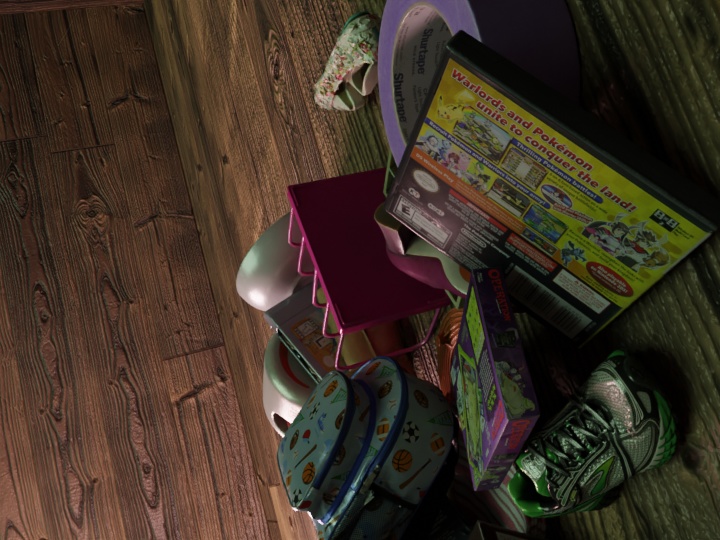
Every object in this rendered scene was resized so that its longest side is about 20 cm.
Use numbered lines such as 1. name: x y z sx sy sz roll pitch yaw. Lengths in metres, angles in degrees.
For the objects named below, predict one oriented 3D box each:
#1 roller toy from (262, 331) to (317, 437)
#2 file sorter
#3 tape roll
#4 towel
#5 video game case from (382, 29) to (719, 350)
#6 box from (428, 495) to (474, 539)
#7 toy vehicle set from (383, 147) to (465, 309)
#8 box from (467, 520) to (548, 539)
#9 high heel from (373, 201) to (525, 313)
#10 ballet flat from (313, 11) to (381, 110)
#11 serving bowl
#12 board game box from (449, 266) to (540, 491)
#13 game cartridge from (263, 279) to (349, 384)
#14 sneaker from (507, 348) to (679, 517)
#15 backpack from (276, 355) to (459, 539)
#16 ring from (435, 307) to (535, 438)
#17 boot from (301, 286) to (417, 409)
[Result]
1. roller toy: -0.054 0.160 1.048 0.141 0.179 0.202 100 151 -45
2. file sorter: 0.000 0.000 0.869 0.126 0.136 0.202 105 147 -55
3. tape roll: 0.090 -0.157 0.599 0.200 0.083 0.204 168 90 -70
4. towel: 0.136 0.231 0.733 0.146 0.029 0.203 -135 33 -54
5. video game case: 0.119 -0.045 0.506 0.199 0.026 0.182 36 150 8
6. box: 0.078 0.325 0.816 0.149 0.104 0.200 59 170 -22
7. toy vehicle set: 0.082 -0.074 0.758 0.126 0.026 0.201 98 153 -44
8. box: 0.123 0.345 0.668 0.075 0.098 0.203 -95 24 -68
9. high heel: 0.098 0.000 0.671 0.199 0.067 0.096 38 169 41
10. ballet flat: -0.012 -0.236 0.870 0.065 0.075 0.200 59 162 5
11. serving bowl: -0.090 -0.007 1.065 0.066 0.199 0.201 46 149 20
12. board game box: 0.106 0.099 0.592 0.201 0.032 0.122 87 179 -60
13. game cartridge: -0.030 0.093 0.989 0.200 0.132 0.042 44 158 31
14. sneaker: 0.172 0.139 0.540 0.202 0.084 0.079 99 151 -45
15. backpack: 0.007 0.188 0.751 0.153 0.192 0.200 38 180 -25
16. ring: 0.127 0.139 0.770 0.200 0.019 0.205 167 91 -72
17. boot: -0.021 0.103 0.920 0.067 0.172 0.202 101 153 -48
